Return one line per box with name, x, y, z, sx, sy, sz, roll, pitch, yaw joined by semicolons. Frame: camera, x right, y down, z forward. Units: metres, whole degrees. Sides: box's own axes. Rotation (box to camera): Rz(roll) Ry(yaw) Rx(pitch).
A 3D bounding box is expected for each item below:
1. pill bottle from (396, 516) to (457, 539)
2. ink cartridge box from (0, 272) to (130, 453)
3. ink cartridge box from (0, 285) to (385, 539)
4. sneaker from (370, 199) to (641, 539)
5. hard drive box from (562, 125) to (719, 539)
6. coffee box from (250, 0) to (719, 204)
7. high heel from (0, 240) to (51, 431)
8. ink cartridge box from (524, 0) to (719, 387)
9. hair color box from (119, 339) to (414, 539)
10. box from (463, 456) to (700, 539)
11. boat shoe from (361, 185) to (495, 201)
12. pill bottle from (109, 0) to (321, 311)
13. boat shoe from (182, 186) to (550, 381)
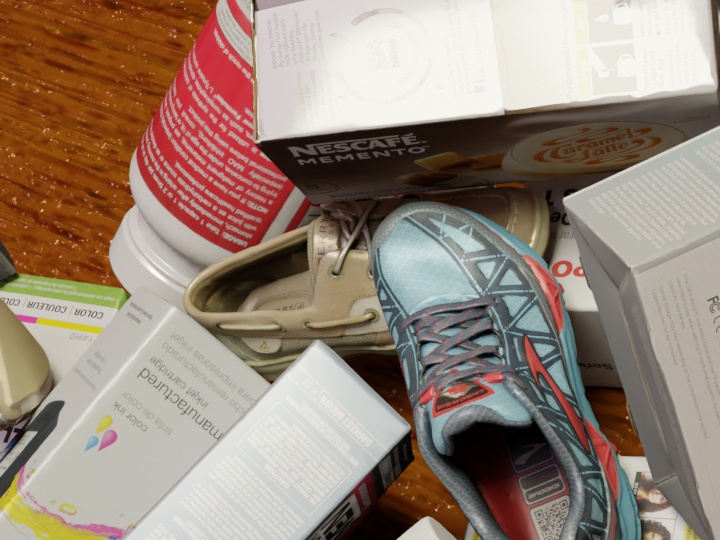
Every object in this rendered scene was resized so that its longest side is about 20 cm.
pill bottle;-0.018;0.202;0.941;0.200;0.110;0.110;-41;49;3
ink cartridge box;-0.200;0.106;1.209;0.148;0.076;0.200;7;64;34
ink cartridge box;-0.109;0.132;1.083;0.200;0.146;0.083;-51;17;-6
sneaker;0.059;0.051;0.973;0.079;0.096;0.200;-32;73;14
hard drive box;0.205;0.007;0.934;0.200;0.156;0.077;-24;29;-7
coffee box;0.060;-0.089;1.000;0.199;0.114;0.080;-5;76;10
high heel;-0.234;0.061;1.148;0.142;0.071;0.200;-33;28;2
ink cartridge box;0.164;-0.049;1.083;0.145;0.084;0.200;0;63;31
hair color box;-0.065;0.129;0.992;0.061;0.099;0.200;43;83;11
box;0.143;0.130;1.005;0.200;0.049;0.082;0;63;31
boat shoe;0.039;-0.019;1.155;0.071;0.063;0.200;-33;49;12
pill bottle;-0.051;-0.068;1.168;0.200;0.112;0.112;-57;43;28
boat shoe;0.000;0.000;1.082;0.200;0.065;0.072;-19;50;37
